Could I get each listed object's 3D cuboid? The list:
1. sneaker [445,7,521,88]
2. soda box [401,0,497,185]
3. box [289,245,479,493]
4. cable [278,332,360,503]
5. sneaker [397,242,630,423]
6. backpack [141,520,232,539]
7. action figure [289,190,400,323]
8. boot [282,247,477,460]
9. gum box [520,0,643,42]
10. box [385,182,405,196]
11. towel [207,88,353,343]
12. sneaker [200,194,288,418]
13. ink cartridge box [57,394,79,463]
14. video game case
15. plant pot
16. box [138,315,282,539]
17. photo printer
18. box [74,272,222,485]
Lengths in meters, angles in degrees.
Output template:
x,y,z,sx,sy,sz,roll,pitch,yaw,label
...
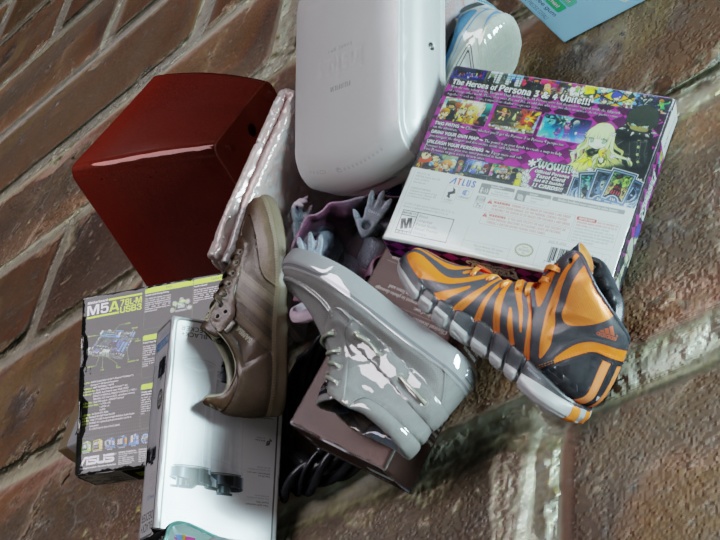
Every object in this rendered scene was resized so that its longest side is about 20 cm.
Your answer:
x,y,z,sx,sy,sz,roll,pitch,yaw,label
0.093,-0.141,1.242,0.072,0.071,0.202,21,95,54,sneaker
0.048,-0.186,1.307,0.064,0.068,0.201,51,121,44,soda box
0.038,0.071,1.136,0.100,0.075,0.201,22,74,30,box
-0.027,0.123,1.233,0.199,0.051,0.164,-29,37,37,cable
0.124,0.016,1.029,0.200,0.077,0.113,38,104,26,sneaker
-0.111,0.310,1.032,0.153,0.175,0.202,-22,45,49,backpack
0.000,0.000,1.257,0.200,0.132,0.150,89,-179,-73,action figure
-0.010,0.065,1.072,0.199,0.074,0.096,33,74,30,boot
0.210,-0.308,1.220,0.199,0.169,0.045,-22,42,43,gum box
0.057,-0.135,1.403,0.121,0.032,0.201,-31,38,36,box
-0.067,-0.048,1.343,0.032,0.200,0.192,12,68,27,towel
-0.104,0.029,1.201,0.070,0.075,0.202,132,137,-72,sneaker
-0.236,0.129,1.515,0.199,0.075,0.166,-23,40,42,ink cartridge box
0.140,-0.076,1.113,0.198,0.036,0.183,12,65,24,video game case
-0.164,-0.106,1.517,0.175,0.201,0.201,-10,34,37,plant pot
-0.134,0.152,1.227,0.060,0.116,0.202,145,130,-60,box
0.007,-0.171,1.243,0.166,0.069,0.202,-11,75,49,photo printer
-0.193,0.108,1.372,0.198,0.048,0.195,-11,64,19,box
